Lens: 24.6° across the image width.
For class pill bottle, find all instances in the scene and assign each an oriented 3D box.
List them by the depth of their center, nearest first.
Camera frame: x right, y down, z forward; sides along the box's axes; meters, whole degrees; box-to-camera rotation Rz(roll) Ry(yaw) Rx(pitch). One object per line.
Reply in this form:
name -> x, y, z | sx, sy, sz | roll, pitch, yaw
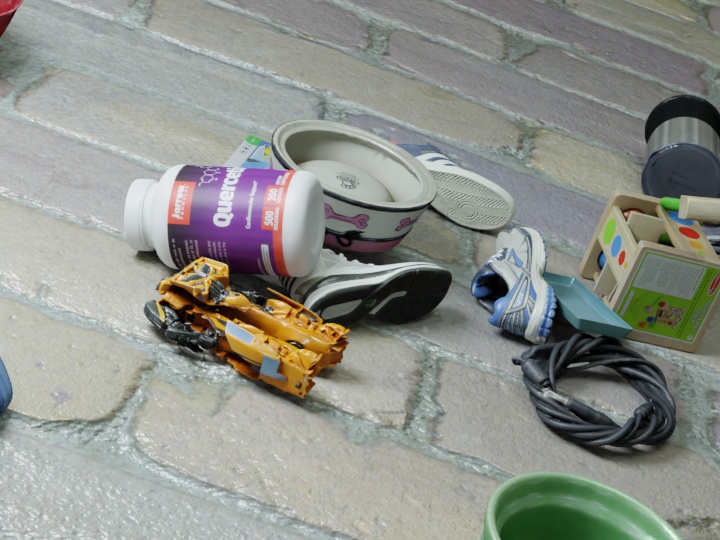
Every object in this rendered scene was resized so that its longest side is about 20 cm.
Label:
pill bottle -> -0.143, -0.054, 1.751 | 0.200, 0.113, 0.112 | 3, 26, 12

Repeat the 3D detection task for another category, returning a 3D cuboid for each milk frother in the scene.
milk frother -> 0.505, -0.185, 2.341 | 0.180, 0.200, 0.188 | 24, 29, -2

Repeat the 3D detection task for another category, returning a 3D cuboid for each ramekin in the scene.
ramekin -> 0.188, 0.276, 1.445 | 0.200, 0.098, 0.200 | 15, 29, -9

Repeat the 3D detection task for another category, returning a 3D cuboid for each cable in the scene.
cable -> 0.270, 0.130, 1.797 | 0.200, 0.051, 0.163 | 0, 33, -35

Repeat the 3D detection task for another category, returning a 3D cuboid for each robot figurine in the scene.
robot figurine -> -0.118, 0.051, 1.674 | 0.200, 0.058, 0.145 | 27, 28, 11

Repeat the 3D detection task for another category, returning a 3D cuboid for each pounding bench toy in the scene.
pounding bench toy -> 0.366, -0.036, 1.990 | 0.124, 0.200, 0.156 | 12, 30, -14

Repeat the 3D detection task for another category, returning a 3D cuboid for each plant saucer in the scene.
plant saucer -> 0.250, 0.038, 1.927 | 0.070, 0.019, 0.200 | 12, 14, -16

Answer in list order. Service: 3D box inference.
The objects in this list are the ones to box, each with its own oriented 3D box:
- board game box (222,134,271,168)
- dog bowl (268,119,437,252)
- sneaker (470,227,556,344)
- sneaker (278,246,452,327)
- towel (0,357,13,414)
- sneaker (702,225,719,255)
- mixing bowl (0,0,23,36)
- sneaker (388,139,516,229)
board game box -> -0.104, -0.087, 1.945 | 0.135, 0.035, 0.200 | 22, 28, 3
dog bowl -> -0.017, -0.094, 1.896 | 0.200, 0.074, 0.200 | 17, 27, -9
sneaker -> 0.171, 0.005, 1.928 | 0.085, 0.077, 0.200 | 10, 30, -11
sneaker -> 0.000, 0.000, 1.821 | 0.200, 0.076, 0.115 | -7, 41, -37
towel -> -0.368, 0.090, 1.385 | 0.112, 0.048, 0.200 | 67, 18, 0
sneaker -> 0.527, -0.032, 2.225 | 0.200, 0.075, 0.088 | 10, 25, -18
mixing bowl -> -0.512, -0.302, 1.973 | 0.200, 0.109, 0.200 | 15, 28, -9
sneaker -> 0.106, -0.118, 2.093 | 0.200, 0.075, 0.085 | 22, 33, 3
